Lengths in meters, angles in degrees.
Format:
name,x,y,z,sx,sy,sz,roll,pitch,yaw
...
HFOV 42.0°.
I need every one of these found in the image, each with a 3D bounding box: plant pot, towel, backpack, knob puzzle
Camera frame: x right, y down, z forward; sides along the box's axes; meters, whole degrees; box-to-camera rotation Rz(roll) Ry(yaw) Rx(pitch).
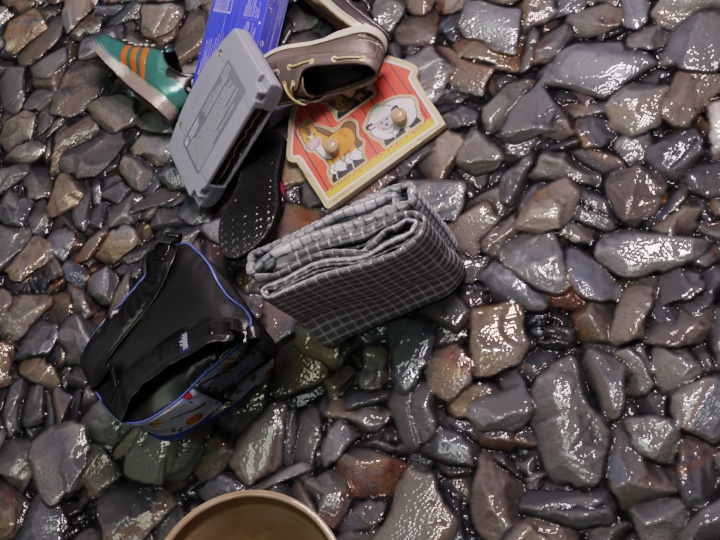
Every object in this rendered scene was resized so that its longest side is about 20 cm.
name,x,y,z,sx,sy,sz,roll,pitch,yaw
plant pot,-0.105,0.327,0.927,0.200,0.093,0.201,-3,60,5
towel,0.000,0.000,0.994,0.200,0.166,0.086,-23,66,14
backpack,-0.207,0.090,1.059,0.190,0.154,0.200,-39,51,-5
knob puzzle,-0.014,-0.198,1.164,0.219,0.030,0.220,-10,65,21

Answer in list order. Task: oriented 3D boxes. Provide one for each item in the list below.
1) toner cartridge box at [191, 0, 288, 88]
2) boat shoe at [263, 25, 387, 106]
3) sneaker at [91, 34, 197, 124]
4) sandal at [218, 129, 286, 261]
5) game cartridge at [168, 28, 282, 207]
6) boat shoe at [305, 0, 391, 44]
name,x,y,z,sx,sy,sz,roll,pitch,yaw
toner cartridge box,-0.153,-0.327,1.241,0.095,0.043,0.201,18,96,31
boat shoe,-0.061,-0.238,1.150,0.200,0.072,0.060,-13,50,24
sneaker,-0.296,-0.283,1.313,0.080,0.071,0.200,-46,63,-5
sandal,-0.124,-0.090,1.167,0.075,0.045,0.200,-4,52,18
game cartridge,-0.175,-0.195,1.183,0.200,0.040,0.133,-53,53,30
boat shoe,-0.018,-0.346,1.206,0.065,0.072,0.200,-45,49,3
